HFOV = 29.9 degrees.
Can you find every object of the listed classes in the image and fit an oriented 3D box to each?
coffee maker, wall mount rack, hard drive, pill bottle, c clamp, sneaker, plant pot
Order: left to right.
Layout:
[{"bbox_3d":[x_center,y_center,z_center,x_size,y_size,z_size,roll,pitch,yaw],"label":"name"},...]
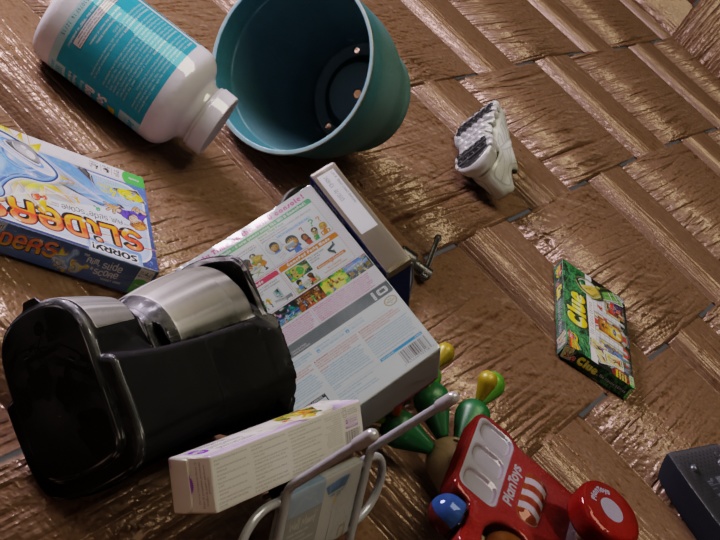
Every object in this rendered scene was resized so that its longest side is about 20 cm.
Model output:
[{"bbox_3d":[-0.222,-0.205,1.360,0.199,0.111,0.111,37,28,-2],"label":"pill bottle"},{"bbox_3d":[-0.142,0.094,0.996,0.192,0.135,0.199,47,30,14],"label":"coffee maker"},{"bbox_3d":[-0.038,-0.216,1.526,0.200,0.200,0.188,49,15,20],"label":"plant pot"},{"bbox_3d":[-0.005,0.170,1.006,0.074,0.176,0.199,23,20,27],"label":"wall mount rack"},{"bbox_3d":[-0.002,-0.035,1.467,0.199,0.027,0.172,33,34,-14],"label":"c clamp"},{"bbox_3d":[0.174,-0.161,1.817,0.081,0.075,0.201,44,28,-18],"label":"sneaker"},{"bbox_3d":[0.414,0.282,1.470,0.134,0.042,0.201,1,46,-49],"label":"hard drive"}]

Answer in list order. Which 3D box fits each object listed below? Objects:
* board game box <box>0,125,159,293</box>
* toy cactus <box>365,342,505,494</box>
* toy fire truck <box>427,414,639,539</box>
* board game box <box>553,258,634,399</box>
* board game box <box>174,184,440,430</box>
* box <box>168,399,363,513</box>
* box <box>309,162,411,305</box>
[{"bbox_3d":[-0.276,-0.059,1.165,0.198,0.035,0.136,20,34,-32],"label":"board game box"},{"bbox_3d":[0.062,0.143,1.235,0.199,0.102,0.167,5,61,-50],"label":"toy cactus"},{"bbox_3d":[0.131,0.227,1.131,0.167,0.112,0.200,39,32,-3],"label":"toy fire truck"},{"bbox_3d":[0.284,0.068,1.652,0.104,0.024,0.201,30,29,-11],"label":"board game box"},{"bbox_3d":[-0.046,0.046,1.165,0.147,0.064,0.201,-32,66,-14],"label":"board game box"},{"bbox_3d":[-0.063,0.133,0.985,0.199,0.038,0.042,-14,97,-59],"label":"box"},{"bbox_3d":[0.000,0.000,1.263,0.032,0.201,0.122,-31,66,-17],"label":"box"}]
